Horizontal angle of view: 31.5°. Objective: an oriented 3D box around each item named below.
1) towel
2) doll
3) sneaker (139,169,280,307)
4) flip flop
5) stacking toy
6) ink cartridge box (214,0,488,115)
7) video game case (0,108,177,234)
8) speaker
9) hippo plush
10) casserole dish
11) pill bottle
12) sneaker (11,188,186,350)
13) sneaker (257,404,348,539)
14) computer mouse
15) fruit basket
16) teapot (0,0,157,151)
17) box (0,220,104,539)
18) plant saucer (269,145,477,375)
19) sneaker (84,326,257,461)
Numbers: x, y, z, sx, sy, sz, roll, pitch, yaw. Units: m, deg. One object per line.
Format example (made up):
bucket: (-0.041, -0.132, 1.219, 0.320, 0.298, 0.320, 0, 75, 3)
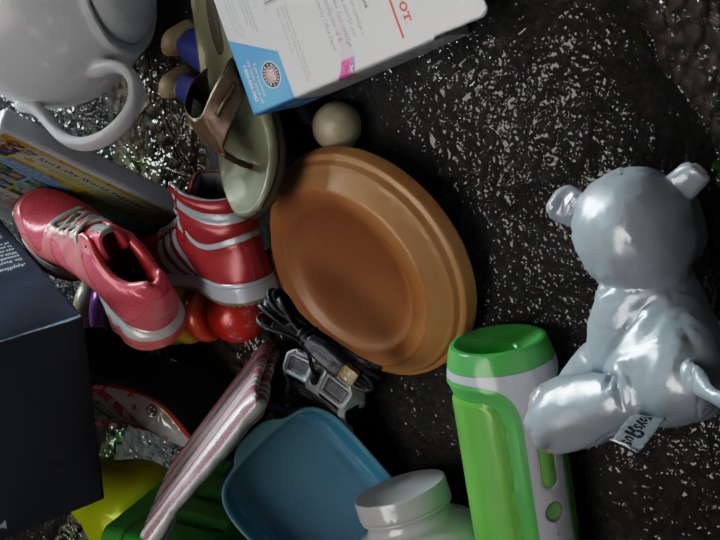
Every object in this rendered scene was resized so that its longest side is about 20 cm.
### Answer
towel: (-0.116, 0.139, 1.053, 0.030, 0.200, 0.147, 36, 97, -6)
doll: (-0.082, -0.145, 1.040, 0.200, 0.048, 0.137, 28, 124, 31)
sneaker: (-0.145, -0.041, 1.103, 0.200, 0.071, 0.113, 13, 122, 50)
flip flop: (-0.108, -0.136, 0.985, 0.081, 0.057, 0.201, -12, 89, 51)
stacking toy: (-0.169, 0.040, 1.174, 0.200, 0.085, 0.086, 2, 108, 36)
ink cartridge box: (-0.001, -0.200, 0.915, 0.200, 0.068, 0.115, -18, 93, 30)
video game case: (-0.286, -0.076, 1.165, 0.182, 0.200, 0.023, -13, 60, 43)
speaker: (0.117, 0.146, 0.956, 0.088, 0.088, 0.201, 2, 108, 41)
hippo plush: (0.163, 0.021, 0.806, 0.159, 0.200, 0.161, -18, 86, 22)
casserole dish: (-0.035, 0.196, 1.070, 0.200, 0.121, 0.039, 50, 171, -24)
pill bottle: (0.062, 0.268, 1.033, 0.112, 0.112, 0.201, -12, 98, 43)
sneaker: (-0.221, -0.022, 1.087, 0.200, 0.074, 0.087, 38, 149, 22)
sneaker: (-0.050, 0.209, 1.117, 0.071, 0.083, 0.200, 7, 119, 41)
computer mouse: (-0.029, 0.085, 1.046, 0.109, 0.044, 0.200, 31, 160, 13)
fruit basket: (-0.178, 0.246, 1.173, 0.215, 0.215, 0.156, 0, 108, 41)
teapot: (-0.234, -0.228, 1.061, 0.146, 0.198, 0.200, -5, 121, 22)
box: (-0.322, 0.092, 1.113, 0.200, 0.117, 0.197, 39, 138, 46)
plant saucer: (0.000, 0.000, 1.008, 0.200, 0.037, 0.201, 25, 134, 29)
sneaker: (-0.198, 0.124, 1.200, 0.201, 0.067, 0.108, 31, 149, -19)
